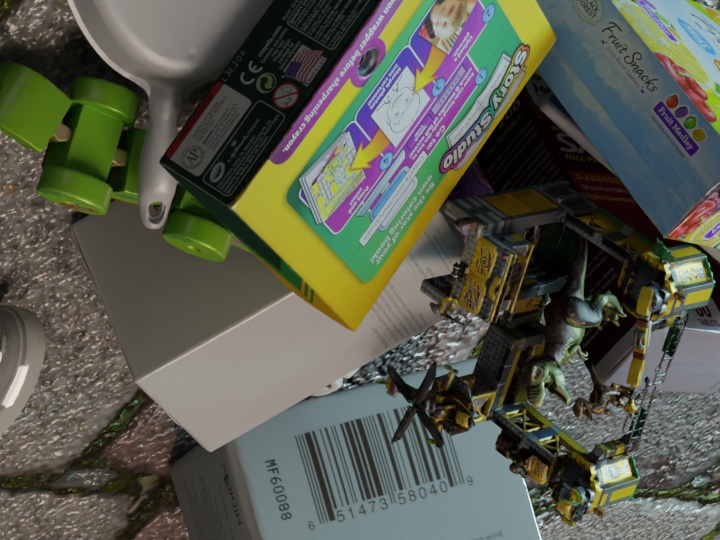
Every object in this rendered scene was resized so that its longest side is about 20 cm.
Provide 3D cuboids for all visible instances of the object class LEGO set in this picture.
[{"bbox_3d":[0.095,0.047,1.227,0.115,0.154,0.201,-11,136,-43],"label":"LEGO set"}]

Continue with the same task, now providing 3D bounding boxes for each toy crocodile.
[{"bbox_3d":[-0.114,-0.053,1.184,0.199,0.068,0.062,22,170,-28],"label":"toy crocodile"}]

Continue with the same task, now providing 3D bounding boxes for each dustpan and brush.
[{"bbox_3d":[-0.093,-0.117,1.111,0.138,0.057,0.202,1,100,-22],"label":"dustpan and brush"}]

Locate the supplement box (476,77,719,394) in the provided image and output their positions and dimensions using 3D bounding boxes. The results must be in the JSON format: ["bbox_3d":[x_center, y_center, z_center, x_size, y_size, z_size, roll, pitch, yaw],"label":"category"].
[{"bbox_3d":[0.154,-0.023,1.345,0.108,0.201,0.061,5,136,-41],"label":"supplement box"}]

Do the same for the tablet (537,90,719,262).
[{"bbox_3d":[0.192,-0.045,1.314,0.014,0.200,0.130,-52,177,19],"label":"tablet"}]

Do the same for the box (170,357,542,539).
[{"bbox_3d":[0.001,0.188,1.504,0.197,0.202,0.171,-13,171,-21],"label":"box"}]

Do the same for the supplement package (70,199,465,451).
[{"bbox_3d":[-0.047,-0.007,1.299,0.199,0.120,0.121,-29,150,4],"label":"supplement package"}]

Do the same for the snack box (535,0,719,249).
[{"bbox_3d":[0.194,-0.090,1.280,0.068,0.169,0.199,-45,154,21],"label":"snack box"}]

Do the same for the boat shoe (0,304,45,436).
[{"bbox_3d":[-0.275,0.083,1.322,0.199,0.072,0.068,-31,152,26],"label":"boat shoe"}]

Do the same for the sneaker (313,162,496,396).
[{"bbox_3d":[0.000,0.000,1.390,0.200,0.081,0.088,-40,138,23],"label":"sneaker"}]

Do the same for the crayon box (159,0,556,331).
[{"bbox_3d":[0.005,-0.090,1.143,0.201,0.058,0.173,-55,151,-7],"label":"crayon box"}]
